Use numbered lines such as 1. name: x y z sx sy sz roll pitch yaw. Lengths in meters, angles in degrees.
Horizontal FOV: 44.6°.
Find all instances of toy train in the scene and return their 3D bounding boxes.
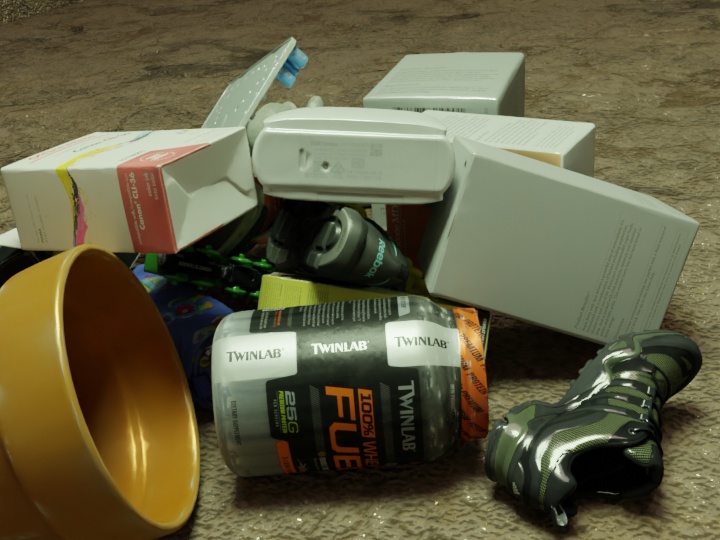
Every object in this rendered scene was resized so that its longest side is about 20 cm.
1. toy train: -0.121 0.005 0.853 0.056 0.043 0.198 9 -4 42

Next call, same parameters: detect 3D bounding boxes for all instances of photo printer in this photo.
1. photo printer: -0.003 -0.107 0.783 0.162 0.071 0.200 3 13 2

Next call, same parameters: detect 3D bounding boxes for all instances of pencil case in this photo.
1. pencil case: -0.163 0.059 0.801 0.086 0.080 0.198 -24 31 -31

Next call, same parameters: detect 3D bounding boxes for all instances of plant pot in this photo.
1. plant pot: -0.234 0.109 0.611 0.179 0.203 0.201 -20 25 6

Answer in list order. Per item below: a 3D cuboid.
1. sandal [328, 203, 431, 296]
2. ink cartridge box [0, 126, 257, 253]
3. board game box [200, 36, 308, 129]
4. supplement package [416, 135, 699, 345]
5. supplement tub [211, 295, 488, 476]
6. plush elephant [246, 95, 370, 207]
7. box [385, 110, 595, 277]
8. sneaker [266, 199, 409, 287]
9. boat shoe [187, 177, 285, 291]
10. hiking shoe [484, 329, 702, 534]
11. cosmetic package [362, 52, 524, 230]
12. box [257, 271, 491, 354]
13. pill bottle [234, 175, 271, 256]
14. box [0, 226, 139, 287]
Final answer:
1. sandal: 0.000 0.000 0.861 0.087 0.079 0.200 -46 62 6
2. ink cartridge box: -0.195 -0.066 0.693 0.196 0.069 0.116 2 22 27
3. board game box: -0.139 -0.115 0.853 0.203 0.026 0.199 -62 22 -15
4. supplement package: 0.161 -0.025 0.759 0.195 0.124 0.120 17 15 -6
5. supplement tub: -0.006 0.085 0.663 0.195 0.125 0.123 -6 26 2
6. plush elephant: -0.087 -0.148 1.110 0.198 0.158 0.163 -26 32 -36
7. box: 0.132 -0.072 0.914 0.196 0.156 0.106 10 28 31
8. sneaker: -0.026 -0.020 0.779 0.078 0.077 0.199 23 2 -26
9. boat shoe: -0.161 -0.027 0.894 0.198 0.072 0.062 -34 -9 21
10. hiking shoe: 0.188 0.118 0.631 0.197 0.077 0.100 -28 41 -21
11. cosmetic package: 0.110 -0.162 1.086 0.161 0.169 0.201 4 28 19
12. box: 0.012 0.041 0.763 0.195 0.051 0.075 10 3 3
13. pill bottle: -0.178 -0.069 0.999 0.197 0.109 0.106 4 26 38
14. box: -0.322 0.023 0.814 0.197 0.087 0.165 -27 21 17
